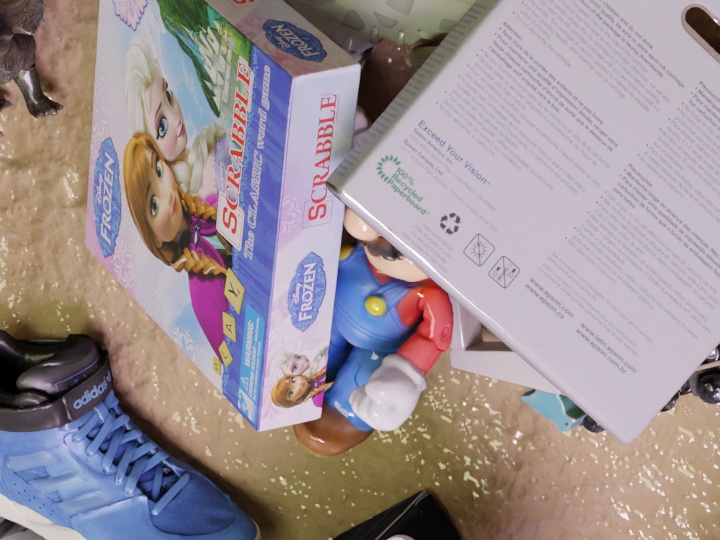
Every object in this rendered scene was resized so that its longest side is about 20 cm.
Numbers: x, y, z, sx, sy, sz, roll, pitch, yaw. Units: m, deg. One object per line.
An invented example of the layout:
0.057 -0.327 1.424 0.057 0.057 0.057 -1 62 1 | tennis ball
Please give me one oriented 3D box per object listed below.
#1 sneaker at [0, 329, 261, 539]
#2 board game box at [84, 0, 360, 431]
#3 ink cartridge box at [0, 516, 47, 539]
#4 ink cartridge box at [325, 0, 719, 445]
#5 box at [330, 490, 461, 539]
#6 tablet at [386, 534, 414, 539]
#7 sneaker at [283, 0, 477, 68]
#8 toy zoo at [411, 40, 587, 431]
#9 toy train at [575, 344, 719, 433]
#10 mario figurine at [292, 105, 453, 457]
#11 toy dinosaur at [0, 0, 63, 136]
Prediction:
-0.145 0.098 1.548 0.200 0.077 0.111 21 127 25 | sneaker
-0.075 -0.055 1.405 0.200 0.041 0.200 43 135 47 | board game box
-0.238 0.196 1.630 0.200 0.083 0.145 27 119 14 | ink cartridge box
0.119 -0.053 1.314 0.196 0.043 0.200 41 89 -18 | ink cartridge box
-0.037 0.227 1.503 0.200 0.148 0.107 -32 93 32 | box
-0.005 0.229 1.393 0.200 0.014 0.130 -39 89 31 | tablet
0.013 -0.126 1.387 0.200 0.076 0.116 23 121 27 | sneaker
0.096 -0.018 1.394 0.131 0.020 0.200 0 104 35 | toy zoo
0.191 0.038 1.383 0.200 0.034 0.046 -17 91 31 | toy train
0.000 0.000 1.385 0.123 0.106 0.200 35 127 5 | mario figurine
-0.218 -0.129 1.504 0.200 0.077 0.102 23 129 54 | toy dinosaur
